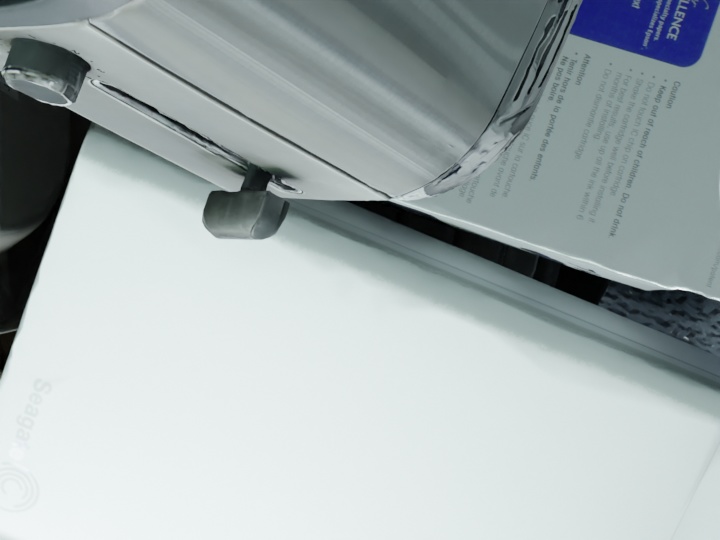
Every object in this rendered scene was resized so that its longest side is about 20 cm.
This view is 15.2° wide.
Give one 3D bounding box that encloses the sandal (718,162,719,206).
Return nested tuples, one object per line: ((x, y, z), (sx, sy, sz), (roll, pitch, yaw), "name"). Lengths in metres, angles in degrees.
((0.181, -0.019, 0.590), (0.206, 0.059, 0.079), (-5, 138, 13), "sandal")

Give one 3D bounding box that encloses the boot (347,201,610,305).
((0.000, 0.000, 0.750), (0.131, 0.201, 0.070), (23, -171, 25), "boot")

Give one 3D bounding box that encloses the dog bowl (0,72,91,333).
((-0.141, -0.068, 0.767), (0.058, 0.201, 0.200), (-22, 123, 23), "dog bowl")

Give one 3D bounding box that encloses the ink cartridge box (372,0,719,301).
((0.034, -0.059, 0.701), (0.199, 0.100, 0.039), (20, 178, 21), "ink cartridge box")

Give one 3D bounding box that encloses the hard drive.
((0.002, 0.051, 0.726), (0.199, 0.026, 0.132), (22, 117, -1), "hard drive")

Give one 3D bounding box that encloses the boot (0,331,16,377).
((-0.072, 0.081, 0.888), (0.199, 0.075, 0.108), (27, 128, 10), "boot")

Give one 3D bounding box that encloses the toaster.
((-0.012, -0.110, 0.617), (0.113, 0.201, 0.129), (3, 155, 44), "toaster")
